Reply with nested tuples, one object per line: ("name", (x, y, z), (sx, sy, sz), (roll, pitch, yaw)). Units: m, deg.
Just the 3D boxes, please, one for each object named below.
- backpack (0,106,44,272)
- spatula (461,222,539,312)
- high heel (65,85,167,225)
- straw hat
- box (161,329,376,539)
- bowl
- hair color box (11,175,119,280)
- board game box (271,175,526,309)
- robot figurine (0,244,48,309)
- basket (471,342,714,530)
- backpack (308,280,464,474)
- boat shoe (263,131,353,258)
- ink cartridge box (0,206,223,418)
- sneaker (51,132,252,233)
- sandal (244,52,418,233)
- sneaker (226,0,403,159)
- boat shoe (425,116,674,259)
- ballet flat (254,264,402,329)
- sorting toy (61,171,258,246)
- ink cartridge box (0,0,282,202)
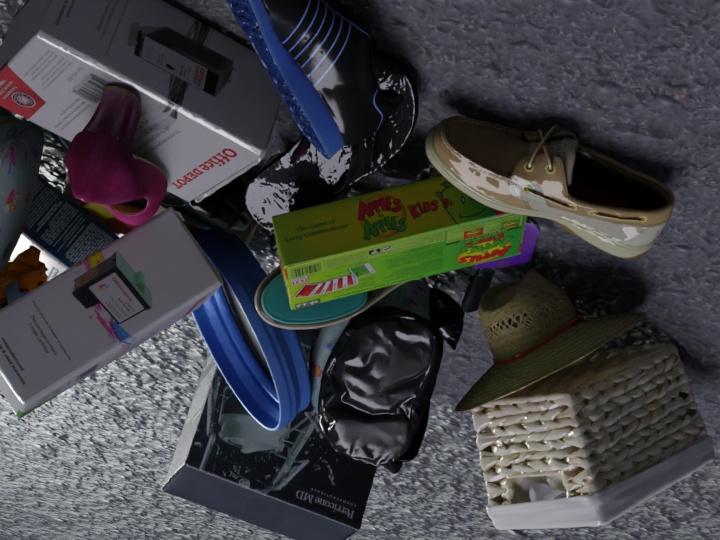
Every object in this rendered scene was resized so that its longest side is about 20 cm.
("backpack", (-0.358, -0.084, 1.438), (0.153, 0.200, 0.176), (12, 115, -7))
("spatula", (0.118, 0.001, 1.511), (0.056, 0.021, 0.200), (-5, 161, -9))
("high heel", (-0.196, -0.058, 1.307), (0.067, 0.096, 0.200), (18, 156, -1))
("straw hat", (0.151, 0.046, 1.490), (0.201, 0.201, 0.085), (-28, 89, 57))
("box", (-0.082, 0.169, 1.784), (0.200, 0.197, 0.124), (21, 155, -10))
("bowl", (-0.107, 0.050, 1.531), (0.201, 0.039, 0.201), (52, 159, 30))
("hair color box", (-0.308, -0.035, 1.607), (0.200, 0.061, 0.100), (39, 155, -5))
("board game box", (0.032, -0.028, 1.360), (0.200, 0.048, 0.102), (-14, 160, -4))
("robot figurine", (-0.390, 0.020, 1.486), (0.145, 0.200, 0.058), (29, 130, 42))
("basket", (0.213, 0.150, 1.538), (0.136, 0.123, 0.200), (-11, -175, 44))
("backpack", (0.017, 0.070, 1.536), (0.127, 0.167, 0.200), (21, -161, -5))
("boat shoe", (-0.048, -0.078, 1.419), (0.071, 0.072, 0.200), (29, 143, -6))
("ink cartridge box", (-0.232, 0.038, 1.455), (0.084, 0.200, 0.145), (57, 164, 0))
("sneaker", (-0.181, -0.095, 1.447), (0.200, 0.075, 0.079), (36, 142, -16))
("sandal", (-0.023, -0.089, 1.307), (0.075, 0.048, 0.200), (37, 127, -7))
("sneaker", (-0.039, -0.178, 1.199), (0.070, 0.078, 0.200), (41, 163, 56))
("boat shoe", (0.150, -0.078, 1.285), (0.200, 0.074, 0.066), (20, 143, -10))
("ballet flat", (0.000, 0.000, 1.451), (0.200, 0.069, 0.069), (-19, 157, -10))
("sorting toy", (-0.189, -0.061, 1.568), (0.185, 0.036, 0.200), (21, 155, -7))
("ink cartridge box", (-0.179, -0.148, 1.323), (0.200, 0.083, 0.147), (28, 154, -22))
